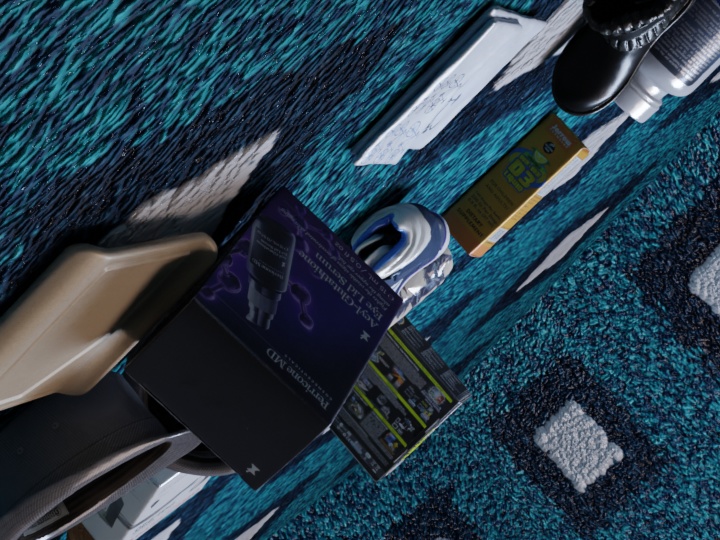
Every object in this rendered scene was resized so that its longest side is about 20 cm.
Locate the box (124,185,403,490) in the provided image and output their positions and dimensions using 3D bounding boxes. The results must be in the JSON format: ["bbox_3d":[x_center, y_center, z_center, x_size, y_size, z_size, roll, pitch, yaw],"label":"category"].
[{"bbox_3d":[-0.073,0.052,1.403,0.104,0.148,0.200,-43,-171,34],"label":"box"}]

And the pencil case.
[{"bbox_3d":[0.021,0.021,2.041,0.200,0.089,0.078,-40,142,-13],"label":"pencil case"}]

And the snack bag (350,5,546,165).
[{"bbox_3d":[0.085,-0.168,1.608,0.189,0.021,0.200,-45,170,17],"label":"snack bag"}]

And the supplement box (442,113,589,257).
[{"bbox_3d":[0.195,-0.108,2.201,0.200,0.067,0.069,-44,168,8],"label":"supplement box"}]

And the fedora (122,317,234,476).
[{"bbox_3d":[-0.127,0.085,1.570,0.201,0.176,0.090,-59,-160,6],"label":"fedora"}]

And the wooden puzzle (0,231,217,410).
[{"bbox_3d":[-0.213,0.036,1.285,0.185,0.037,0.200,-45,166,18],"label":"wooden puzzle"}]

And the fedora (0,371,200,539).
[{"bbox_3d":[-0.239,0.150,1.458,0.199,0.091,0.177,-34,169,6],"label":"fedora"}]

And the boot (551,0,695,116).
[{"bbox_3d":[0.259,-0.244,1.797,0.212,0.079,0.158,-52,171,21],"label":"boot"}]

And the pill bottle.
[{"bbox_3d":[0.362,-0.270,1.981,0.200,0.120,0.119,-45,170,19],"label":"pill bottle"}]

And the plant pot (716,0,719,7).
[{"bbox_3d":[0.433,-0.338,1.770,0.200,0.180,0.200,-44,170,18],"label":"plant pot"}]

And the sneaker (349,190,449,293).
[{"bbox_3d":[0.000,0.000,1.885,0.200,0.081,0.146,-41,163,17],"label":"sneaker"}]

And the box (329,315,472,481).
[{"bbox_3d":[0.013,0.130,2.119,0.160,0.200,0.044,-46,170,23],"label":"box"}]

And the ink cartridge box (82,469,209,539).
[{"bbox_3d":[-0.218,0.205,1.874,0.145,0.085,0.200,-35,170,-35],"label":"ink cartridge box"}]

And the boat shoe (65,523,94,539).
[{"bbox_3d":[-0.306,0.298,2.033,0.072,0.072,0.201,-80,-165,-53],"label":"boat shoe"}]
